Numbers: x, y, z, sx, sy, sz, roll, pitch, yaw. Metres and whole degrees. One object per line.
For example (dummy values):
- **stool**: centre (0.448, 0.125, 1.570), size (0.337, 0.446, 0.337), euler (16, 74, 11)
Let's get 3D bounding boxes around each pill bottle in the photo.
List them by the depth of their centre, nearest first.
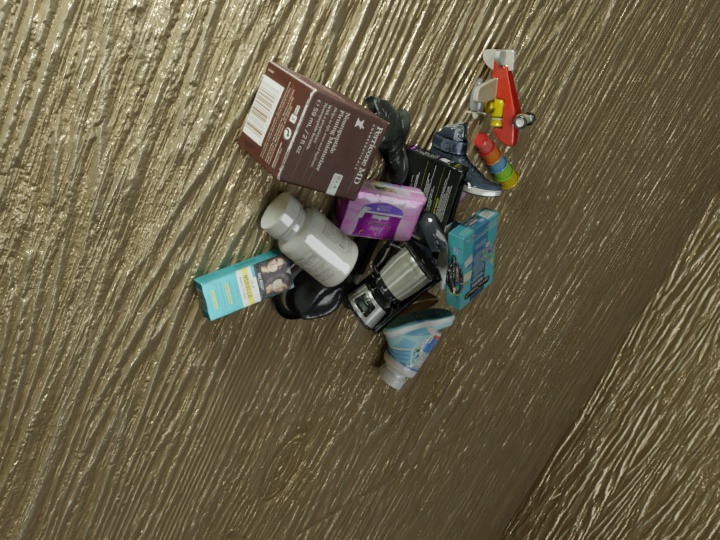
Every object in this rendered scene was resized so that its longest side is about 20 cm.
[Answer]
- **pill bottle**: centre (-0.106, -0.065, 1.280), size (0.199, 0.114, 0.115), euler (40, 91, -32)
- **pill bottle**: centre (0.133, 0.228, 1.750), size (0.111, 0.112, 0.202), euler (24, 103, -49)

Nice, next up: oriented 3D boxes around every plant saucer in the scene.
- **plant saucer**: centre (0.110, 0.093, 1.621), size (0.195, 0.036, 0.201), euler (-17, 167, -4)

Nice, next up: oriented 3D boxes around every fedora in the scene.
- **fedora**: centre (-0.099, 0.046, 1.409), size (0.197, 0.091, 0.205), euler (-24, 132, -29)

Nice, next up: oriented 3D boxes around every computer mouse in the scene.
- **computer mouse**: centre (0.185, -0.038, 1.409), size (0.058, 0.204, 0.034), euler (-25, -174, 14)

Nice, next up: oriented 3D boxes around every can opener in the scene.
- **can opener**: centre (0.000, 0.000, 1.487), size (0.052, 0.067, 0.203), euler (-2, 126, -42)

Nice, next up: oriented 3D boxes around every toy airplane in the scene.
- **toy airplane**: centre (0.315, -0.415, 1.445), size (0.199, 0.139, 0.204), euler (36, 55, -42)

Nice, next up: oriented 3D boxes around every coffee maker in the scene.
- **coffee maker**: centre (0.083, 0.045, 1.421), size (0.199, 0.136, 0.191), euler (-39, 145, 13)

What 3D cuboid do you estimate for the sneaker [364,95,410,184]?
- **sneaker**: centre (0.055, -0.278, 1.343), size (0.102, 0.060, 0.205), euler (-19, 125, -34)

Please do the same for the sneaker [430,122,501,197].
- **sneaker**: centre (0.254, -0.263, 1.450), size (0.077, 0.198, 0.150), euler (-45, 155, -70)

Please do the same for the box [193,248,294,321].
- **box**: centre (-0.238, 0.027, 1.281), size (0.197, 0.049, 0.084), euler (-23, 113, -29)

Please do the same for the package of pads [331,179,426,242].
- **package of pads**: centre (0.040, -0.134, 1.383), size (0.195, 0.076, 0.123), euler (5, 121, -26)

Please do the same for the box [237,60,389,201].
- **box**: centre (-0.088, -0.254, 1.142), size (0.197, 0.164, 0.169), euler (9, 113, -46)

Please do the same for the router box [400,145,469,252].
- **router box**: centre (0.155, -0.168, 1.442), size (0.051, 0.147, 0.204), euler (-30, 141, -54)

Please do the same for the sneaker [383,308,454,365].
- **sneaker**: centre (0.162, 0.182, 1.652), size (0.194, 0.080, 0.134), euler (-12, 109, 1)

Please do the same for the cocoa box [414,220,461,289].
- **cocoa box**: centre (0.227, -0.045, 1.592), size (0.197, 0.130, 0.137), euler (-7, 117, -50)

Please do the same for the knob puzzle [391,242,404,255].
- **knob puzzle**: centre (0.125, -0.025, 1.613), size (0.218, 0.030, 0.225), euler (-31, 134, -38)

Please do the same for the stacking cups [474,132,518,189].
- **stacking cups**: centre (0.357, -0.288, 1.614), size (0.061, 0.060, 0.199), euler (-51, 140, 1)

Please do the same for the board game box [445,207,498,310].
- **board game box**: centre (0.271, -0.029, 1.504), size (0.150, 0.046, 0.204), euler (-33, 134, -37)

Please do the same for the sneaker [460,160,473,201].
- **sneaker**: centre (0.216, -0.185, 1.552), size (0.200, 0.080, 0.089), euler (-45, 149, -8)
